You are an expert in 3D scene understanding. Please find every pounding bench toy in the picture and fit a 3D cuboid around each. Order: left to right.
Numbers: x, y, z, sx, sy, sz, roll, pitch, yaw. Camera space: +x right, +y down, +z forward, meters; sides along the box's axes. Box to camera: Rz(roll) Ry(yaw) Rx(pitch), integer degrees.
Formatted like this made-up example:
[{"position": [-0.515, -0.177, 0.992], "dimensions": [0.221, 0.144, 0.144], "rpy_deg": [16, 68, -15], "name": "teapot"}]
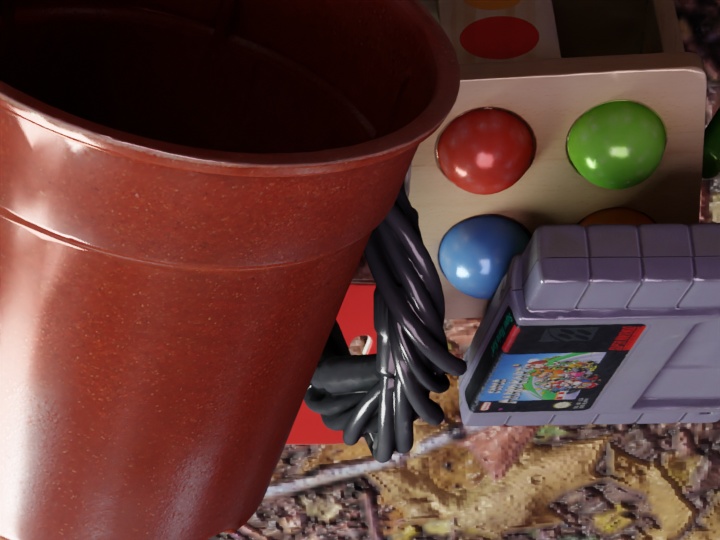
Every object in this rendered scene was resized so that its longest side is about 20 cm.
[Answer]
[{"position": [0.116, -0.069, 1.027], "dimensions": [0.199, 0.156, 0.124], "rpy_deg": [-3, 128, 0], "name": "pounding bench toy"}]

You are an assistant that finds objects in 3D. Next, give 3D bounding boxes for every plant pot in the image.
[{"position": [-0.084, -0.011, 0.870], "dimensions": [0.200, 0.201, 0.196], "rpy_deg": [10, 122, -10], "name": "plant pot"}]

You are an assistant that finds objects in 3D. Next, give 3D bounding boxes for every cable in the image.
[{"position": [0.000, 0.000, 0.998], "dimensions": [0.051, 0.163, 0.200], "rpy_deg": [-16, 153, -19], "name": "cable"}]

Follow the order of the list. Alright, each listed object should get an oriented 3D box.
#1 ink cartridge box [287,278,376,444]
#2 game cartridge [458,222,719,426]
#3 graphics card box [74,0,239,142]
[{"position": [-0.086, 0.022, 1.129], "dimensions": [0.200, 0.067, 0.116], "rpy_deg": [3, 130, -25], "name": "ink cartridge box"}, {"position": [0.116, 0.029, 1.003], "dimensions": [0.129, 0.038, 0.200], "rpy_deg": [-5, 160, -8], "name": "game cartridge"}, {"position": [-0.092, -0.101, 0.992], "dimensions": [0.051, 0.126, 0.200], "rpy_deg": [32, 107, -25], "name": "graphics card box"}]
